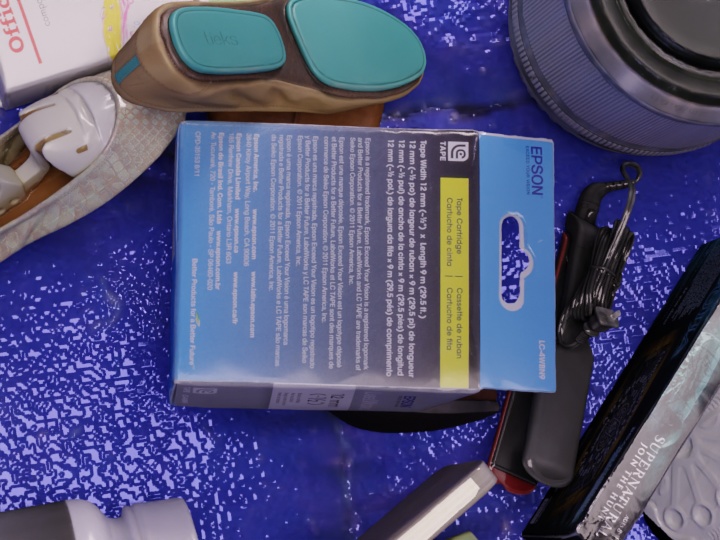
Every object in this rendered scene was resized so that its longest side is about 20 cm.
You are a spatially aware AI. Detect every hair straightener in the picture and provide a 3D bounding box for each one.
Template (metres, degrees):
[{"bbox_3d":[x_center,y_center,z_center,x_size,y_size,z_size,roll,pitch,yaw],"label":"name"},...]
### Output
[{"bbox_3d":[0.128,0.027,1.510,0.041,0.077,0.200,30,68,-24],"label":"hair straightener"}]

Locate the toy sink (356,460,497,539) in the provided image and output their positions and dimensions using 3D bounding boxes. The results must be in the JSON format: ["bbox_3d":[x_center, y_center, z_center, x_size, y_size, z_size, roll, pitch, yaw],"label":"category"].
[{"bbox_3d":[0.016,0.208,1.457,0.200,0.130,0.112,-40,92,-11],"label":"toy sink"}]

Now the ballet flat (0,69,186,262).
[{"bbox_3d":[-0.177,-0.050,1.457,0.200,0.062,0.067,-38,61,3],"label":"ballet flat"}]

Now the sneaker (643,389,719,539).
[{"bbox_3d":[0.251,0.067,1.534,0.081,0.146,0.200,43,124,22],"label":"sneaker"}]

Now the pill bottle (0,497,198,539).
[{"bbox_3d":[-0.182,0.183,1.435,0.200,0.114,0.114,-10,87,-10],"label":"pill bottle"}]

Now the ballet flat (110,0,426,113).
[{"bbox_3d":[-0.051,-0.113,1.466,0.200,0.063,0.069,0,66,-45],"label":"ballet flat"}]

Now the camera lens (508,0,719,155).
[{"bbox_3d":[0.170,-0.148,1.477,0.160,0.200,0.160,1,85,-9],"label":"camera lens"}]

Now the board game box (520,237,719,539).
[{"bbox_3d":[0.163,0.067,1.490,0.028,0.135,0.200,34,81,-4],"label":"board game box"}]

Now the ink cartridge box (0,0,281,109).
[{"bbox_3d":[-0.157,-0.162,1.493,0.200,0.067,0.117,-20,89,-10],"label":"ink cartridge box"}]

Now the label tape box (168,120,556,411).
[{"bbox_3d":[0.000,0.000,1.450,0.200,0.066,0.144,2,74,-6],"label":"label tape box"}]

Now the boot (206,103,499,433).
[{"bbox_3d":[-0.005,-0.016,1.521,0.188,0.068,0.200,8,75,-2],"label":"boot"}]
